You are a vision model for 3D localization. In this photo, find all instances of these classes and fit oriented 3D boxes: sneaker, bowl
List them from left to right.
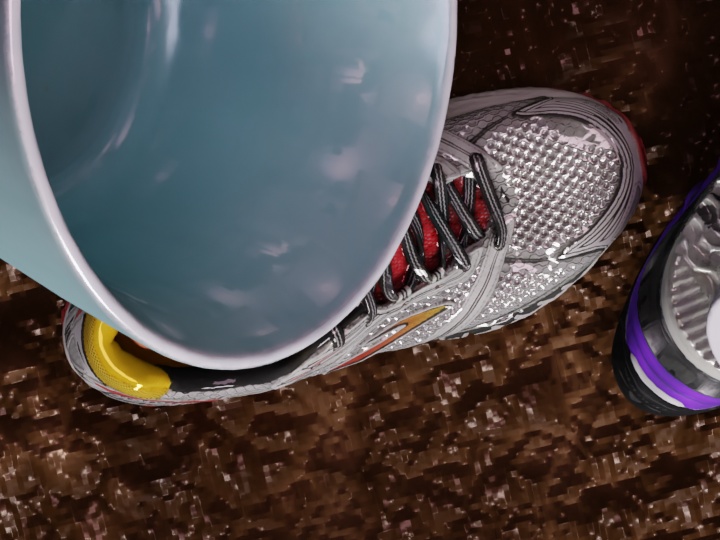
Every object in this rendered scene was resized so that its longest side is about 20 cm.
[{"bbox_3d":[-0.070,-0.076,0.803,0.105,0.200,0.202,4,96,35],"label":"bowl"},{"bbox_3d":[0.000,0.000,0.892,0.199,0.082,0.078,-23,96,-1],"label":"sneaker"},{"bbox_3d":[0.144,-0.026,0.900,0.070,0.100,0.200,44,62,3],"label":"sneaker"}]

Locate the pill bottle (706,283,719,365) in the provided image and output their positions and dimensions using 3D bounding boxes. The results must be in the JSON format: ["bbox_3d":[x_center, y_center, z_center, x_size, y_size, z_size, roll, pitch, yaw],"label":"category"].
[{"bbox_3d":[0.173,-0.050,0.798,0.111,0.111,0.201,31,62,-5],"label":"pill bottle"}]
